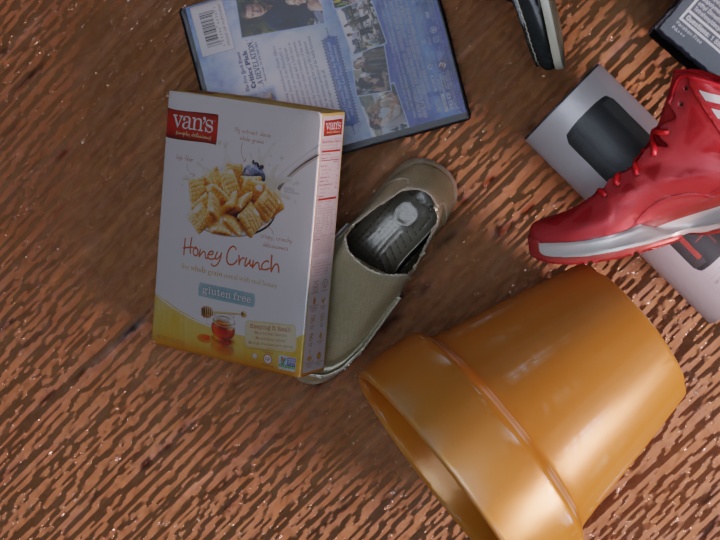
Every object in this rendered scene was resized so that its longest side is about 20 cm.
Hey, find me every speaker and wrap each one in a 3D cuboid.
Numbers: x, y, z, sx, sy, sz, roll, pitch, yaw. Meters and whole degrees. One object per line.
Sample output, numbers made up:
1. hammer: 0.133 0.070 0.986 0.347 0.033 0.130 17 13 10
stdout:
1. speaker: 0.219 -0.056 1.270 0.081 0.081 0.200 -45 89 8

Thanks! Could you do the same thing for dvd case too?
1. dvd case: -0.028 -0.159 1.321 0.199 0.018 0.143 -15 93 7

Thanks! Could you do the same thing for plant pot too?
1. plant pot: 0.129 0.099 1.247 0.183 0.200 0.200 -37 90 -8

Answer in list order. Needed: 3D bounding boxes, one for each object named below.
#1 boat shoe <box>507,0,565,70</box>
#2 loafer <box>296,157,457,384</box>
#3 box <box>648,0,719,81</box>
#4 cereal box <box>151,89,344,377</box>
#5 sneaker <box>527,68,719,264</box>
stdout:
1. boat shoe: 0.099 -0.238 1.272 0.066 0.075 0.200 -17 92 10
2. loafer: 0.000 0.000 1.304 0.076 0.068 0.200 33 97 3
3. box: 0.347 -0.182 1.223 0.200 0.123 0.199 41 99 2
4. cereal box: -0.087 -0.031 1.294 0.143 0.039 0.201 10 102 31
5. sneaker: 0.204 -0.077 1.188 0.199 0.078 0.116 -14 98 13
